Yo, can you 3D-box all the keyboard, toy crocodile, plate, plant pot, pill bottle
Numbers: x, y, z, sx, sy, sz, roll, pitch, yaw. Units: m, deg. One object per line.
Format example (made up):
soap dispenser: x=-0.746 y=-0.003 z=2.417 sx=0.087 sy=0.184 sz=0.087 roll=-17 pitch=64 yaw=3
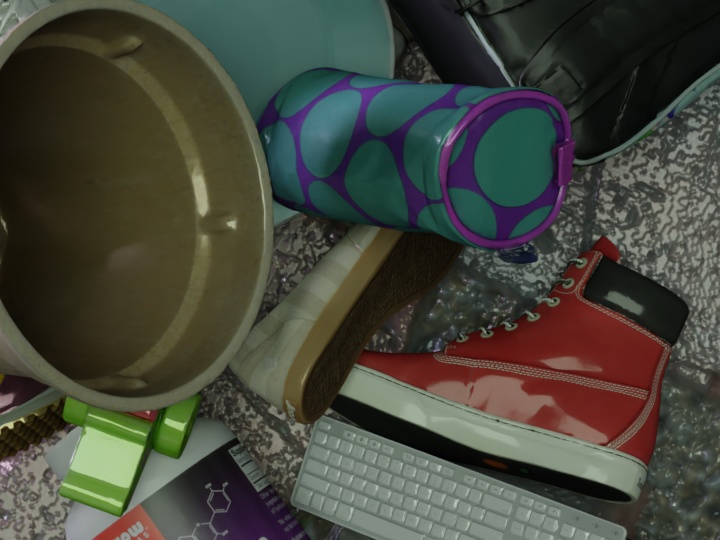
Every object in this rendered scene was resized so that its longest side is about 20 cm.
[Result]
keyboard: x=0.052 y=0.139 z=1.174 sx=0.200 sy=0.011 sz=0.056 roll=18 pitch=86 yaw=26
toy crocodile: x=-0.106 y=0.039 z=1.118 sx=0.067 sy=0.062 sz=0.200 roll=23 pitch=63 yaw=5
plate: x=-0.078 y=-0.110 z=1.151 sx=0.200 sy=0.026 sz=0.201 roll=-9 pitch=119 yaw=-17
plant pot: x=-0.178 y=-0.024 z=1.055 sx=0.183 sy=0.200 sz=0.201 roll=-8 pitch=86 yaw=41
pill bottle: x=-0.088 y=0.162 z=1.164 sx=0.112 sy=0.112 sz=0.200 roll=-37 pitch=86 yaw=0

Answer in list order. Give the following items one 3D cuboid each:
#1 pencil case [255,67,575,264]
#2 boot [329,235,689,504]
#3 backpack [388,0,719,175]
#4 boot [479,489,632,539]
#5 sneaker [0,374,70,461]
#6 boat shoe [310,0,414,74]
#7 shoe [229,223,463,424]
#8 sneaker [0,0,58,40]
pencil case: x=0.025 y=-0.059 z=1.082 sx=0.092 sy=0.200 sz=0.085 roll=6 pitch=95 yaw=-33
boot: x=0.080 y=0.039 z=1.193 sx=0.200 sy=0.072 sz=0.145 roll=14 pitch=75 yaw=9
backpack: x=0.125 y=-0.158 z=1.141 sx=0.200 sy=0.151 sz=0.178 roll=-36 pitch=95 yaw=-15
boot: x=0.108 y=0.242 z=1.173 sx=0.182 sy=0.073 sz=0.200 roll=19 pitch=81 yaw=17
sneaker: x=-0.176 y=0.035 z=1.200 sx=0.200 sy=0.075 sz=0.090 roll=-32 pitch=78 yaw=-6
boat shoe: x=-0.062 y=-0.174 z=1.198 sx=0.200 sy=0.075 sz=0.068 roll=35 pitch=86 yaw=1
shoe: x=0.000 y=0.000 z=1.167 sx=0.053 sy=0.070 sz=0.200 roll=20 pitch=54 yaw=29
sneaker: x=-0.192 y=-0.134 z=1.200 sx=0.075 sy=0.081 sz=0.200 roll=-41 pitch=85 yaw=2
